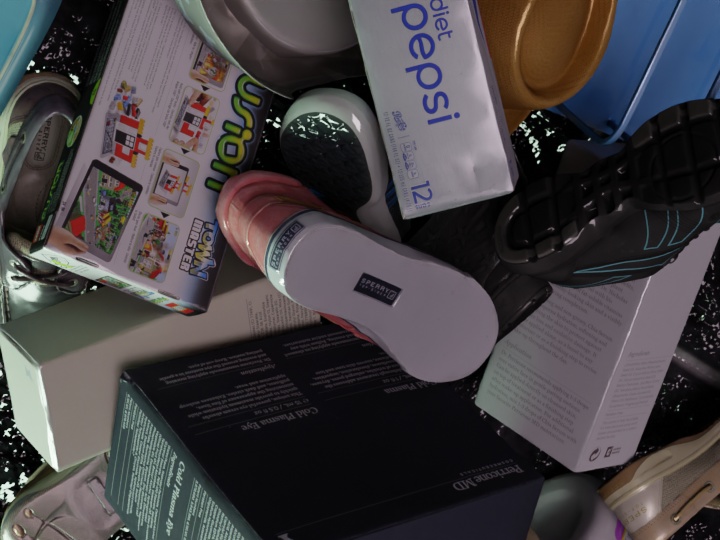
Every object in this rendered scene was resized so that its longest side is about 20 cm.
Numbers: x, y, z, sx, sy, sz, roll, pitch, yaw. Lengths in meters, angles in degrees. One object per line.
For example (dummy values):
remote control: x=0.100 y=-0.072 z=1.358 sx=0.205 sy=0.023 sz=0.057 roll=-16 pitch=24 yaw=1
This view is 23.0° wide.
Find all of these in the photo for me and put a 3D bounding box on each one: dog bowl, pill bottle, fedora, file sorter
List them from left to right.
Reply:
dog bowl: x=-0.032 y=-0.203 z=1.053 sx=0.199 sy=0.058 sz=0.202 roll=-11 pitch=108 yaw=-36
fedora: x=0.102 y=-0.162 z=1.085 sx=0.200 sy=0.081 sz=0.203 roll=-22 pitch=120 yaw=-44
pill bottle: x=0.191 y=0.249 z=1.313 sx=0.104 sy=0.104 sz=0.200 roll=-39 pitch=116 yaw=4
file sorter: x=0.246 y=-0.122 z=1.162 sx=0.198 sy=0.123 sz=0.140 roll=19 pitch=107 yaw=-22

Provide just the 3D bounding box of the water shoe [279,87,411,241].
water shoe: x=0.000 y=-0.077 z=1.100 sx=0.071 sy=0.200 sz=0.079 roll=27 pitch=72 yaw=14

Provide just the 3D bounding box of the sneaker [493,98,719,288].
sneaker: x=0.181 y=-0.043 z=1.092 sx=0.199 sy=0.076 sz=0.079 roll=-22 pitch=143 yaw=28

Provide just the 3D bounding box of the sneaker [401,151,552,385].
sneaker: x=0.057 y=0.011 z=1.200 sx=0.105 sy=0.060 sz=0.200 roll=52 pitch=126 yaw=8

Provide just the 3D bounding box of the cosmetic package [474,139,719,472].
cosmetic package: x=0.163 y=0.023 z=1.203 sx=0.071 sy=0.101 sz=0.202 roll=-2 pitch=117 yaw=-47

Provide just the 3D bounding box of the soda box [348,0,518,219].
soda box: x=0.035 y=-0.136 z=1.001 sx=0.068 sy=0.063 sz=0.202 roll=-14 pitch=98 yaw=10

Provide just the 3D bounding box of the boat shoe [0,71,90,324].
boat shoe: x=-0.201 y=-0.021 z=1.116 sx=0.071 sy=0.065 sz=0.202 roll=3 pitch=111 yaw=-15

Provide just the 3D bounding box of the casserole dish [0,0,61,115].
casserole dish: x=-0.254 y=-0.138 z=1.048 sx=0.120 sy=0.039 sz=0.201 roll=25 pitch=114 yaw=-20

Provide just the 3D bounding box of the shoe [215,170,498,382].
shoe: x=0.000 y=0.000 z=1.082 sx=0.199 sy=0.091 sz=0.072 roll=28 pitch=99 yaw=-44

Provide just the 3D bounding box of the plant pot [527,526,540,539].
plant pot: x=0.029 y=0.238 z=1.191 sx=0.199 sy=0.187 sz=0.189 roll=-18 pitch=117 yaw=-28

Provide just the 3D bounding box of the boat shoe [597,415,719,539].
boat shoe: x=0.259 y=0.144 z=1.273 sx=0.199 sy=0.065 sz=0.072 roll=-20 pitch=160 yaw=-35

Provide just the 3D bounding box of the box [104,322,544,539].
box: x=-0.026 y=0.133 z=1.082 sx=0.199 sy=0.182 sz=0.105 roll=-11 pitch=128 yaw=-34

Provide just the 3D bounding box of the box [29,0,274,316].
box: x=-0.117 y=-0.085 z=1.075 sx=0.109 sy=0.035 sz=0.202 roll=23 pitch=74 yaw=-23

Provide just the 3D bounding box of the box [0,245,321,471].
box: x=-0.124 y=0.047 z=1.129 sx=0.199 sy=0.068 sz=0.083 roll=-20 pitch=122 yaw=-27

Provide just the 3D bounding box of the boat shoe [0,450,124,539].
boat shoe: x=-0.153 y=0.126 z=1.189 sx=0.199 sy=0.072 sz=0.076 roll=-27 pitch=109 yaw=-3
